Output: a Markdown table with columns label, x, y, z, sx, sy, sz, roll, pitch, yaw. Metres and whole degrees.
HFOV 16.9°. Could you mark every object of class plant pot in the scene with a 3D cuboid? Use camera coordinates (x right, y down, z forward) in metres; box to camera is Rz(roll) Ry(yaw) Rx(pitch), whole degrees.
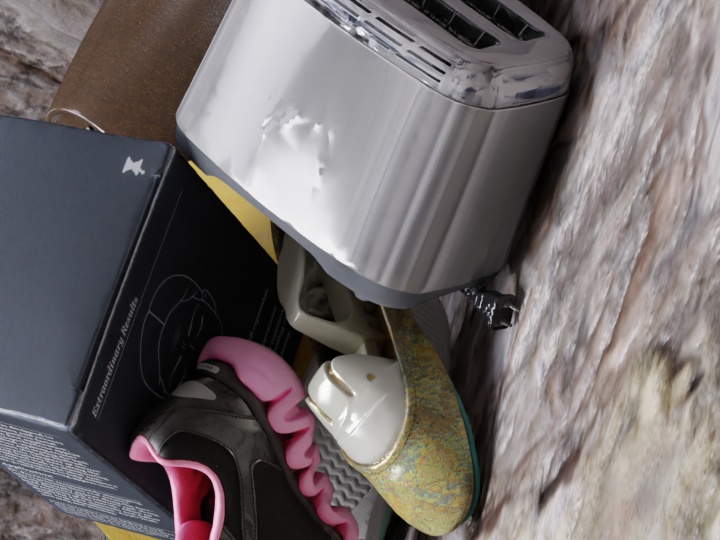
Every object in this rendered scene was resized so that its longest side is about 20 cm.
| label | x | y | z | sx | sy | sz | roll | pitch | yaw |
| --- | --- | --- | --- | --- | --- | --- | --- | --- | --- |
| plant pot | -0.105 | -0.133 | 1.589 | 0.200 | 0.187 | 0.187 | -48 | -4 | -25 |

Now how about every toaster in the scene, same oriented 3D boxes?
| label | x | y | z | sx | sy | sz | roll | pitch | yaw |
| --- | --- | --- | --- | --- | --- | --- | --- | --- | --- |
| toaster | 0.013 | -0.075 | 1.128 | 0.200 | 0.113 | 0.130 | 39 | 123 | 28 |

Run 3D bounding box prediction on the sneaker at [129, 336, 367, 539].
| label | x | y | z | sx | sy | sz | roll | pitch | yaw |
| --- | --- | --- | --- | --- | --- | --- | --- | --- | --- |
| sneaker | -0.050 | 0.135 | 1.178 | 0.095 | 0.201 | 0.079 | -39 | 22 | -34 |

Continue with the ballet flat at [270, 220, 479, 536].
| label | x | y | z | sx | sy | sz | roll | pitch | yaw |
| --- | --- | --- | --- | --- | --- | --- | --- | --- | --- |
| ballet flat | -0.002 | 0.039 | 1.157 | 0.071 | 0.070 | 0.201 | 113 | 148 | -48 |

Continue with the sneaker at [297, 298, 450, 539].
| label | x | y | z | sx | sy | sz | roll | pitch | yaw |
| --- | --- | --- | --- | --- | --- | --- | --- | --- | --- |
| sneaker | -0.005 | 0.077 | 1.292 | 0.118 | 0.073 | 0.201 | -89 | 15 | -65 |

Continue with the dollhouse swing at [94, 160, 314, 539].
| label | x | y | z | sx | sy | sz | roll | pitch | yaw |
| --- | --- | --- | --- | --- | --- | --- | --- | --- | --- |
| dollhouse swing | -0.078 | 0.042 | 1.419 | 0.182 | 0.175 | 0.201 | 61 | -163 | -57 |

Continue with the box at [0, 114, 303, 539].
| label | x | y | z | sx | sy | sz | roll | pitch | yaw |
| --- | --- | --- | --- | --- | --- | --- | --- | --- | --- |
| box | -0.124 | 0.036 | 1.225 | 0.149 | 0.107 | 0.200 | -70 | -25 | -18 |
